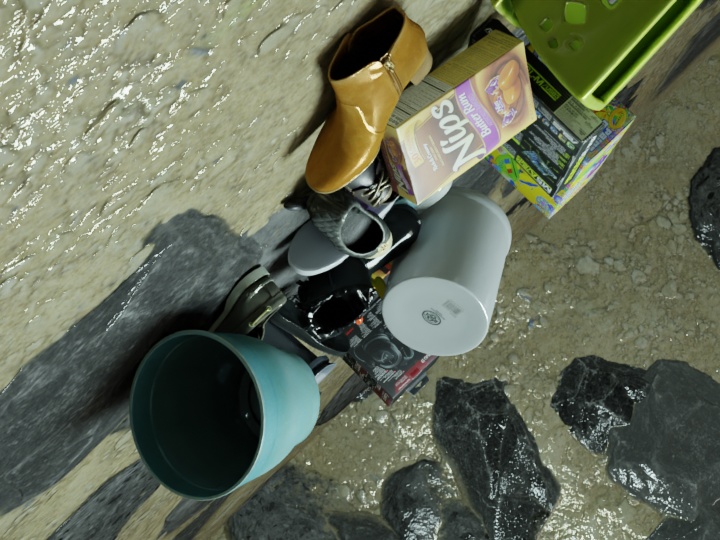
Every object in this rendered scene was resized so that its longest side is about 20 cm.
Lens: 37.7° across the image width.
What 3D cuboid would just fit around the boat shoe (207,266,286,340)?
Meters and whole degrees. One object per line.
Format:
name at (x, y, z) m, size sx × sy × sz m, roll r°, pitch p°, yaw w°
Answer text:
boat shoe at (-0.159, 0.079, 1.410) m, size 0.072 × 0.060 × 0.202 m, roll -34°, pitch 164°, yaw -47°

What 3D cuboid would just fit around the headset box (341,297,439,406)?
headset box at (0.061, 0.177, 2.240) m, size 0.149 × 0.200 × 0.077 m, roll -42°, pitch 169°, yaw -19°

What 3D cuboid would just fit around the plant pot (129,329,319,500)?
plant pot at (-0.152, 0.169, 1.322) m, size 0.200 × 0.200 × 0.188 m, roll -49°, pitch 159°, yaw 21°

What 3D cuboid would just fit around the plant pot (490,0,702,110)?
plant pot at (0.270, -0.320, 1.221) m, size 0.199 × 0.181 × 0.200 m, roll -49°, pitch 168°, yaw 16°

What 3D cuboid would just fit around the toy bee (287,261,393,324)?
toy bee at (-0.013, 0.022, 1.638) m, size 0.199 × 0.109 × 0.131 m, roll -28°, pitch -145°, yaw 5°

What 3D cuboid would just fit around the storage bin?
storage bin at (-0.156, 0.160, 1.518) m, size 0.200 × 0.134 × 0.146 m, roll -47°, pitch 173°, yaw 3°

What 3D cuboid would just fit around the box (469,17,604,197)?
box at (0.216, -0.208, 1.385) m, size 0.047 × 0.200 × 0.193 m, roll -41°, pitch 168°, yaw -10°

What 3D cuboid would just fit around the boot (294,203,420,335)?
boot at (0.000, -0.001, 1.448) m, size 0.198 × 0.074 × 0.163 m, roll -28°, pitch -157°, yaw 12°

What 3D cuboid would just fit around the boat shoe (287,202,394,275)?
boat shoe at (-0.021, -0.051, 1.418) m, size 0.200 × 0.074 × 0.065 m, roll -38°, pitch 163°, yaw -28°

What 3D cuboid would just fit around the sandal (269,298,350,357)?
sandal at (-0.066, 0.074, 1.532) m, size 0.048 × 0.075 × 0.200 m, roll -41°, pitch 144°, yaw 14°

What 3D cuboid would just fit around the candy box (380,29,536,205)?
candy box at (0.114, -0.182, 1.248) m, size 0.200 × 0.056 × 0.117 m, roll -35°, pitch 134°, yaw -17°

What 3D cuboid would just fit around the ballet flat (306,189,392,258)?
ballet flat at (-0.006, -0.048, 1.304) m, size 0.067 × 0.057 × 0.200 m, roll -53°, pitch 152°, yaw 3°

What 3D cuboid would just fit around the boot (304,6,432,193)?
boot at (-0.010, -0.171, 1.060) m, size 0.201 × 0.071 × 0.144 m, roll -50°, pitch 163°, yaw 9°

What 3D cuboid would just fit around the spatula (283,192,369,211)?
spatula at (-0.039, -0.086, 1.321) m, size 0.200 × 0.056 × 0.021 m, roll -8°, pitch 109°, yaw -61°

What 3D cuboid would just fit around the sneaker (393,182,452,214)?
sneaker at (0.039, -0.098, 1.534) m, size 0.082 × 0.074 × 0.200 m, roll 20°, pitch 124°, yaw -45°

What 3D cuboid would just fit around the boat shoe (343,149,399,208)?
boat shoe at (0.014, -0.120, 1.290) m, size 0.075 × 0.073 × 0.200 m, roll -48°, pitch 169°, yaw 12°

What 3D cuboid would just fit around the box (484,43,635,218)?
box at (0.288, -0.219, 1.640) m, size 0.122 × 0.193 × 0.200 m, roll -41°, pitch 169°, yaw -20°

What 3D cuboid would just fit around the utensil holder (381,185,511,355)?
utensil holder at (0.126, 0.002, 1.561) m, size 0.170 × 0.169 × 0.201 m, roll -56°, pitch -170°, yaw 44°
